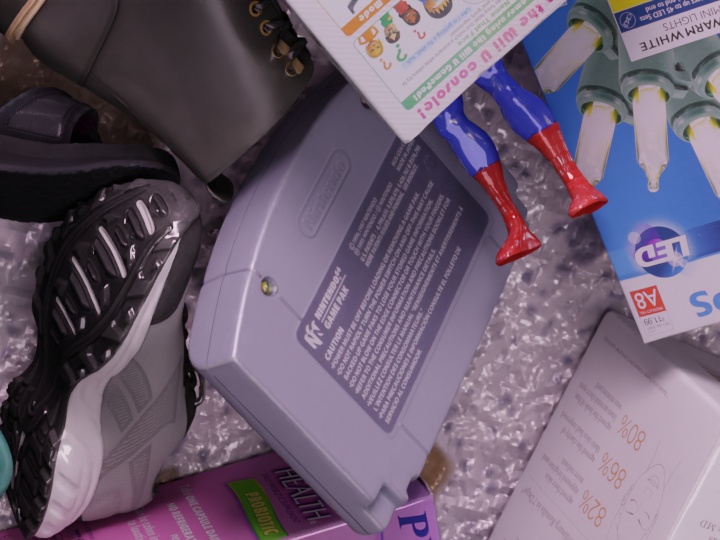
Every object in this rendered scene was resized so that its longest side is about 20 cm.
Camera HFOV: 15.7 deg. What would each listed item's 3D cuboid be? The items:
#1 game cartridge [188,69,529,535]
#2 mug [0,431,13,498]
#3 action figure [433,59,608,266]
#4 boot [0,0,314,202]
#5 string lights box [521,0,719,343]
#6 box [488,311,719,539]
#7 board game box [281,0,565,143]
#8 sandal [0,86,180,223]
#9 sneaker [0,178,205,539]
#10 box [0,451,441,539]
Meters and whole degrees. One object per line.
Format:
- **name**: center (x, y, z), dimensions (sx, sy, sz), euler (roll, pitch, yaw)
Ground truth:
- **game cartridge**: center (0.000, 0.000, 1.154), dimensions (0.133, 0.041, 0.200), euler (51, 46, -28)
- **mug**: center (-0.226, 0.049, 1.089), dimensions (0.184, 0.115, 0.152), euler (6, 127, -16)
- **action figure**: center (0.033, -0.102, 1.149), dimensions (0.065, 0.052, 0.200), euler (-35, 81, 27)
- **boot**: center (-0.048, -0.140, 1.088), dimensions (0.138, 0.077, 0.200), euler (41, 114, -7)
- **string lights box**: center (0.142, -0.079, 1.162), dimensions (0.103, 0.059, 0.201), euler (-17, 103, 27)
- **box**: center (0.142, 0.147, 1.245), dimensions (0.106, 0.152, 0.200), euler (22, 101, -23)
- **board game box**: center (0.007, -0.173, 1.025), dimensions (0.147, 0.064, 0.200), euler (-41, 119, -1)
- **sandal**: center (-0.150, -0.055, 1.101), dimensions (0.200, 0.075, 0.048), euler (6, 70, -52)
- **sneaker**: center (-0.103, 0.036, 1.156), dimensions (0.079, 0.074, 0.200), euler (-4, 137, -29)
- **box**: center (-0.057, 0.192, 1.227), dimensions (0.199, 0.097, 0.176), euler (-16, 112, -13)
